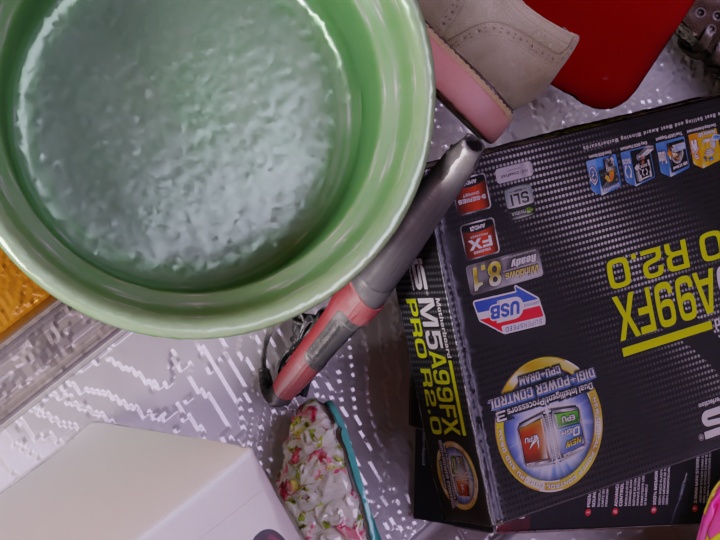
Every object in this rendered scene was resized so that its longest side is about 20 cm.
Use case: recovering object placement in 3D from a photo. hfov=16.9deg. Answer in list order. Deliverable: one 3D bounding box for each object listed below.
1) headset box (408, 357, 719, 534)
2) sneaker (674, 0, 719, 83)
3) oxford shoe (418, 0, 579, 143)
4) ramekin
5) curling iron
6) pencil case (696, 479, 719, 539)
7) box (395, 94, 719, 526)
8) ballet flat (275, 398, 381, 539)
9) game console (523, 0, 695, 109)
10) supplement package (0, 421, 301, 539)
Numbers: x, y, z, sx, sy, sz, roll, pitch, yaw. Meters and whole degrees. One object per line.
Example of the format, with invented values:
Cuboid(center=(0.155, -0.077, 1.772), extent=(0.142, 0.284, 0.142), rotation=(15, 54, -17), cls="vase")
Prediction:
Cuboid(center=(0.110, 0.049, 1.181), extent=(0.199, 0.075, 0.150), rotation=(0, 90, -32), cls="headset box")
Cuboid(center=(0.189, -0.128, 1.243), extent=(0.075, 0.070, 0.201), rotation=(-24, 99, -12), cls="sneaker")
Cuboid(center=(0.018, -0.152, 1.089), extent=(0.074, 0.071, 0.200), rotation=(-42, 110, 2), cls="oxford shoe")
Cuboid(center=(-0.073, -0.069, 1.019), extent=(0.198, 0.098, 0.202), rotation=(1, 86, -8), cls="ramekin")
Cuboid(center=(0.000, 0.000, 1.058), extent=(0.025, 0.200, 0.050), rotation=(14, 53, -20), cls="curling iron")
Cuboid(center=(0.243, 0.154, 1.187), extent=(0.199, 0.088, 0.089), rotation=(22, 79, -47), cls="pencil case")
Cuboid(center=(0.112, 0.013, 1.112), extent=(0.199, 0.044, 0.161), rotation=(-14, 95, -31), cls="box")
Cuboid(center=(-0.008, 0.161, 1.117), extent=(0.064, 0.076, 0.201), rotation=(-21, 99, -10), cls="ballet flat")
Cuboid(center=(0.080, -0.205, 1.164), extent=(0.199, 0.119, 0.173), rotation=(30, 107, -11), cls="game console")
Cuboid(center=(-0.128, 0.166, 0.990), extent=(0.200, 0.155, 0.111), rotation=(-37, 109, -25), cls="supplement package")
